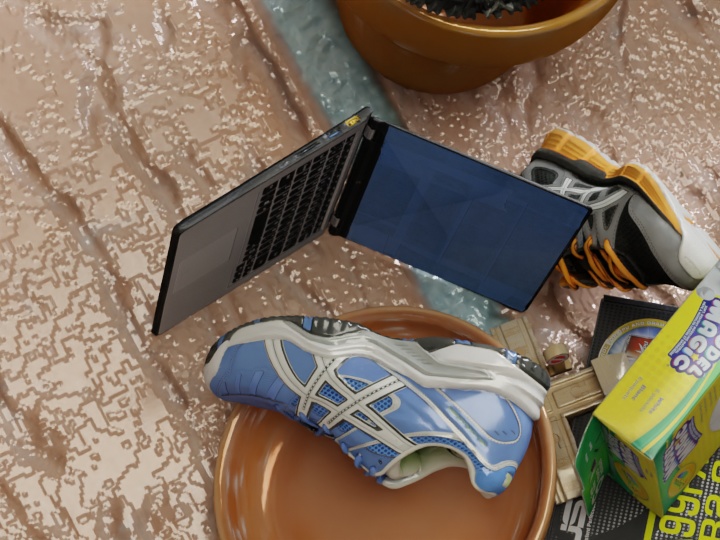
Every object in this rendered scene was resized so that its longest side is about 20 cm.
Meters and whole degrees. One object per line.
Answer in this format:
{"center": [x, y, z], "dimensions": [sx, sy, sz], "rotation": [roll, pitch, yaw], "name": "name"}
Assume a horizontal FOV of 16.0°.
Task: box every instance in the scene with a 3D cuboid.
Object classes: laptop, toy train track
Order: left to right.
{"center": [0.000, 0.000, 1.435], "dimensions": [0.199, 0.187, 0.116], "rotation": [-32, 79, -17], "name": "laptop"}
{"center": [0.063, 0.090, 1.472], "dimensions": [0.199, 0.033, 0.115], "rotation": [-21, 66, 1], "name": "toy train track"}

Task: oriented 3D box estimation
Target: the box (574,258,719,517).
{"center": [0.192, 0.054, 1.417], "dimensions": [0.048, 0.117, 0.200], "rotation": [38, 80, 21], "name": "box"}

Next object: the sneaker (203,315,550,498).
{"center": [0.001, 0.074, 1.399], "dimensions": [0.199, 0.076, 0.078], "rotation": [6, 74, 24], "name": "sneaker"}

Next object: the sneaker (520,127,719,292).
{"center": [0.142, -0.019, 1.479], "dimensions": [0.077, 0.200, 0.078], "rotation": [-44, 114, -6], "name": "sneaker"}

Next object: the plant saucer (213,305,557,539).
{"center": [0.016, 0.120, 1.439], "dimensions": [0.199, 0.037, 0.202], "rotation": [-6, 69, 16], "name": "plant saucer"}

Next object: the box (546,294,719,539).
{"center": [0.197, 0.125, 1.475], "dimensions": [0.159, 0.044, 0.201], "rotation": [10, 70, 15], "name": "box"}

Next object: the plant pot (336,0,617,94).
{"center": [0.058, -0.195, 1.510], "dimensions": [0.198, 0.183, 0.202], "rotation": [3, 72, -8], "name": "plant pot"}

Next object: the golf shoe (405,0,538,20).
{"center": [0.097, -0.203, 1.392], "dimensions": [0.199, 0.078, 0.095], "rotation": [-20, 59, -17], "name": "golf shoe"}
